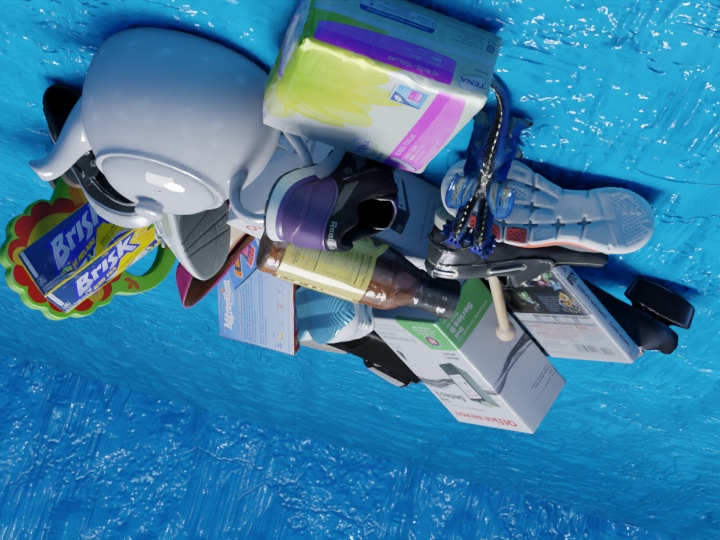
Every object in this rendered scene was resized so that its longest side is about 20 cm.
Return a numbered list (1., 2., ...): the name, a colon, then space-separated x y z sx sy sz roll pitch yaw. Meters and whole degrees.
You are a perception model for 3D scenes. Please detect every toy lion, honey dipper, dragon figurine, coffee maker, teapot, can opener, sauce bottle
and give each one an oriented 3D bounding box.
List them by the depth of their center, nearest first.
1. dragon figurine: 0.107 -0.081 1.128 0.058 0.100 0.200 14 159 4
2. teapot: -0.165 -0.115 1.192 0.196 0.148 0.199 24 162 -30
3. sauce bottle: 0.000 0.000 1.277 0.198 0.067 0.066 19 164 -17
4. honey dipper: 0.139 0.006 1.392 0.038 0.038 0.201 9 141 23
5. can opener: 0.263 0.034 1.452 0.198 0.079 0.063 23 165 9
6. toy lion: -0.312 -0.030 1.542 0.199 0.194 0.068 22 163 -26
7. coffee maker: 0.012 0.053 1.628 0.198 0.136 0.192 20 163 -19

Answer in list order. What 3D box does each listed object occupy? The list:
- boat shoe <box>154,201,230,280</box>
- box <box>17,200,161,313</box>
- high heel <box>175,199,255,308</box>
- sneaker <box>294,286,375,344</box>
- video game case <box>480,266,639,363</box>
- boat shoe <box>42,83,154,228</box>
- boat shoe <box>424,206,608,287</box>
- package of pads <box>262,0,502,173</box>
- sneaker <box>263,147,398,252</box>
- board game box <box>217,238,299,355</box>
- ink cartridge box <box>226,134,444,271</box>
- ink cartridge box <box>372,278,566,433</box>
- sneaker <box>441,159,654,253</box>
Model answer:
1. boat shoe: -0.196 -0.081 1.384 0.064 0.074 0.203 15 140 43
2. box: -0.272 -0.044 1.453 0.064 0.199 0.070 51 176 20
3. high heel: -0.136 -0.035 1.448 0.067 0.097 0.200 21 141 -25
4. sneaker: -0.022 0.042 1.450 0.080 0.077 0.200 -4 179 -11
5. video game case: 0.187 0.032 1.456 0.182 0.023 0.199 46 158 -24
6. boat shoe: -0.259 -0.114 1.301 0.200 0.068 0.057 44 163 35
7. boat shoe: 0.155 -0.019 1.296 0.198 0.068 0.072 3 -159 -25
8. package of pads: 0.007 -0.150 1.049 0.153 0.069 0.200 17 164 -8
9. sneaker: 0.003 -0.063 1.149 0.087 0.200 0.076 20 124 22
10. board game box: -0.120 0.001 1.541 0.102 0.019 0.202 13 124 18
11. ink cartridge box: -0.014 -0.058 1.348 0.199 0.085 0.145 25 158 -31
12. ink cartridge box: 0.122 0.092 1.534 0.200 0.084 0.145 47 157 -25
13. sneaker: 0.172 -0.050 1.237 0.198 0.078 0.082 15 174 9
